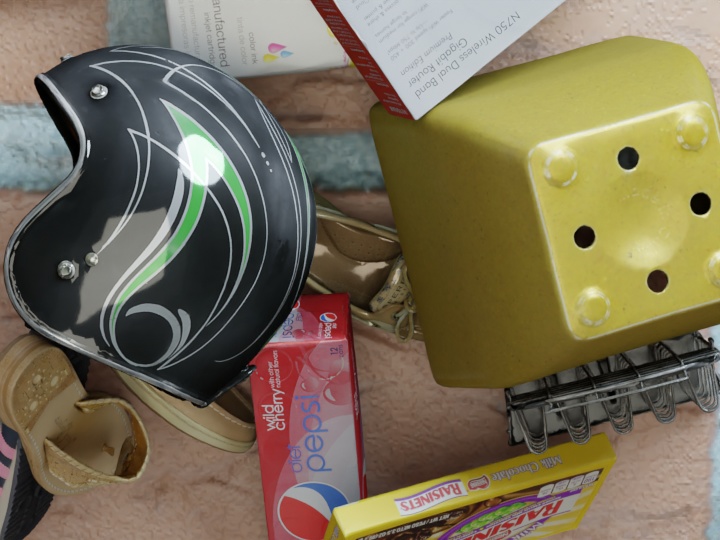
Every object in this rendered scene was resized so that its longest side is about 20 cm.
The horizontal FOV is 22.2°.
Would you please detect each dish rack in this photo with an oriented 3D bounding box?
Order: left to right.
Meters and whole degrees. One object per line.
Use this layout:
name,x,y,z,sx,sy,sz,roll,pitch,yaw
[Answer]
dish rack,0.163,0.079,1.183,0.153,0.200,0.055,-16,90,5

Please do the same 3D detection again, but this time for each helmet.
helmet,-0.123,-0.035,1.110,0.200,0.200,0.191,26,85,-4

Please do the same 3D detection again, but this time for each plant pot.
plant pot,0.137,-0.034,1.123,0.195,0.200,0.195,-16,96,-10

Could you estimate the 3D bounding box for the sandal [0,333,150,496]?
sandal,-0.172,0.112,1.190,0.070,0.212,0.078,29,74,23

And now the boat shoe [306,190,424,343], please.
boat shoe,0.000,0.000,1.234,0.200,0.063,0.073,23,102,-4

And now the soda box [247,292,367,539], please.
soda box,-0.033,0.116,1.237,0.070,0.063,0.200,-3,119,3

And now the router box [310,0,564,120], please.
router box,0.051,-0.221,1.097,0.200,0.049,0.180,-40,109,-9

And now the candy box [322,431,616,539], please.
candy box,0.068,0.165,1.221,0.200,0.102,0.026,-13,61,-21

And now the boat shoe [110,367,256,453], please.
boat shoe,-0.138,0.043,1.243,0.200,0.071,0.065,42,101,-6

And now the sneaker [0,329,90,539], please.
sneaker,-0.240,0.097,1.235,0.082,0.070,0.200,33,123,16

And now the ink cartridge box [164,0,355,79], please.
ink cartridge box,-0.026,-0.203,1.177,0.200,0.086,0.148,-6,102,4
